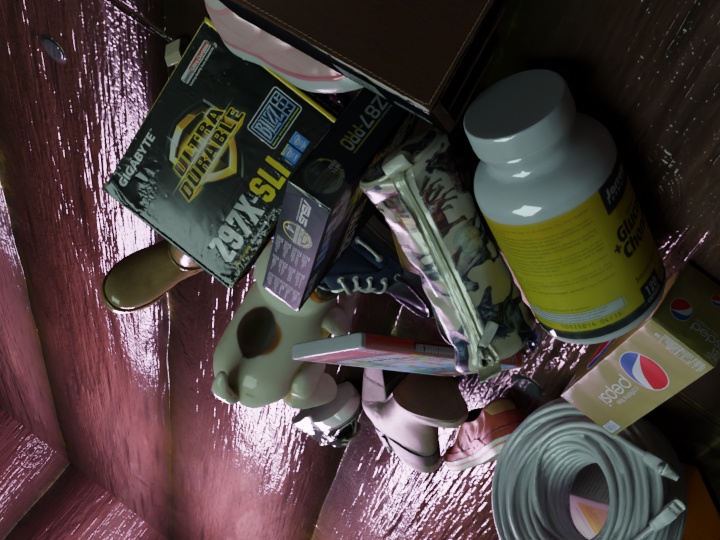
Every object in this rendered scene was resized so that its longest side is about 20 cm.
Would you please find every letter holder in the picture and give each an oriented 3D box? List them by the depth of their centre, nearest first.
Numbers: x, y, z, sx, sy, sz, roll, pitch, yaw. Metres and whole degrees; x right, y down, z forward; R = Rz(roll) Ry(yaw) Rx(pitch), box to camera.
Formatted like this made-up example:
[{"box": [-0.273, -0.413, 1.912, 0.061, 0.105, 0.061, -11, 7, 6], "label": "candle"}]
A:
[{"box": [0.009, -0.216, 0.873, 0.199, 0.143, 0.101, 30, -176, 12], "label": "letter holder"}]

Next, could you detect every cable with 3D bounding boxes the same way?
[{"box": [0.221, 0.222, 1.166, 0.069, 0.201, 0.200, 14, -153, -41], "label": "cable"}]

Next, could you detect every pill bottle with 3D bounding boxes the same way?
[{"box": [0.153, -0.048, 0.908, 0.111, 0.112, 0.201, 10, 141, 45], "label": "pill bottle"}]

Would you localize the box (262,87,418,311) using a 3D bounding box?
[{"box": [-0.015, -0.073, 1.035, 0.049, 0.162, 0.200, 35, 153, 7], "label": "box"}]

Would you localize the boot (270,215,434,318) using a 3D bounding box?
[{"box": [0.000, 0.000, 1.201, 0.200, 0.091, 0.073, 43, 153, -13], "label": "boot"}]

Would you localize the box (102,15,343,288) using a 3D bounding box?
[{"box": [-0.126, -0.110, 1.118, 0.159, 0.049, 0.201, 37, 111, 1], "label": "box"}]

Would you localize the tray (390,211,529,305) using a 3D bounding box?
[{"box": [0.117, -0.012, 1.098, 0.199, 0.037, 0.099, 23, 149, 32], "label": "tray"}]

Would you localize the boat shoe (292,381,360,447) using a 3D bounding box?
[{"box": [-0.030, 0.196, 1.582, 0.064, 0.071, 0.200, 43, 162, -6], "label": "boat shoe"}]

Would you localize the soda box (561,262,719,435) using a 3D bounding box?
[{"box": [0.247, 0.072, 1.022, 0.064, 0.068, 0.200, 38, 154, 4], "label": "soda box"}]

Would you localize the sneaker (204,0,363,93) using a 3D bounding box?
[{"box": [-0.060, -0.213, 0.969, 0.199, 0.076, 0.105, 24, 155, 38], "label": "sneaker"}]

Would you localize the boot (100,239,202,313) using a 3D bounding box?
[{"box": [-0.205, -0.028, 1.354, 0.066, 0.174, 0.200, 56, 156, 0], "label": "boot"}]

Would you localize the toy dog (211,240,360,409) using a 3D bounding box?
[{"box": [-0.087, 0.039, 1.293, 0.139, 0.193, 0.201, 40, 123, 29], "label": "toy dog"}]

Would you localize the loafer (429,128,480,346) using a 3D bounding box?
[{"box": [0.071, -0.018, 1.036, 0.072, 0.072, 0.202, 9, 120, 37], "label": "loafer"}]

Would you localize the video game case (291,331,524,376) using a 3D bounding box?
[{"box": [0.048, 0.088, 1.228, 0.198, 0.018, 0.143, 9, 168, -30], "label": "video game case"}]

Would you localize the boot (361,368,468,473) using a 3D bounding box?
[{"box": [0.070, 0.178, 1.393, 0.200, 0.070, 0.147, 35, 147, 51], "label": "boot"}]

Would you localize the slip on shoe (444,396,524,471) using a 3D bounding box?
[{"box": [0.141, 0.187, 1.356, 0.200, 0.073, 0.062, 121, 131, -69], "label": "slip on shoe"}]

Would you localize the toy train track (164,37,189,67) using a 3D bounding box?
[{"box": [-0.159, -0.128, 1.179, 0.114, 0.032, 0.202, -12, 96, 42], "label": "toy train track"}]

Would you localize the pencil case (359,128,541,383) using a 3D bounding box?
[{"box": [0.071, -0.014, 0.945, 0.201, 0.077, 0.090, 62, -173, -19], "label": "pencil case"}]

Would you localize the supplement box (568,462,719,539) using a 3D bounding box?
[{"box": [0.274, 0.250, 1.255, 0.199, 0.074, 0.127, 8, 140, 47], "label": "supplement box"}]
